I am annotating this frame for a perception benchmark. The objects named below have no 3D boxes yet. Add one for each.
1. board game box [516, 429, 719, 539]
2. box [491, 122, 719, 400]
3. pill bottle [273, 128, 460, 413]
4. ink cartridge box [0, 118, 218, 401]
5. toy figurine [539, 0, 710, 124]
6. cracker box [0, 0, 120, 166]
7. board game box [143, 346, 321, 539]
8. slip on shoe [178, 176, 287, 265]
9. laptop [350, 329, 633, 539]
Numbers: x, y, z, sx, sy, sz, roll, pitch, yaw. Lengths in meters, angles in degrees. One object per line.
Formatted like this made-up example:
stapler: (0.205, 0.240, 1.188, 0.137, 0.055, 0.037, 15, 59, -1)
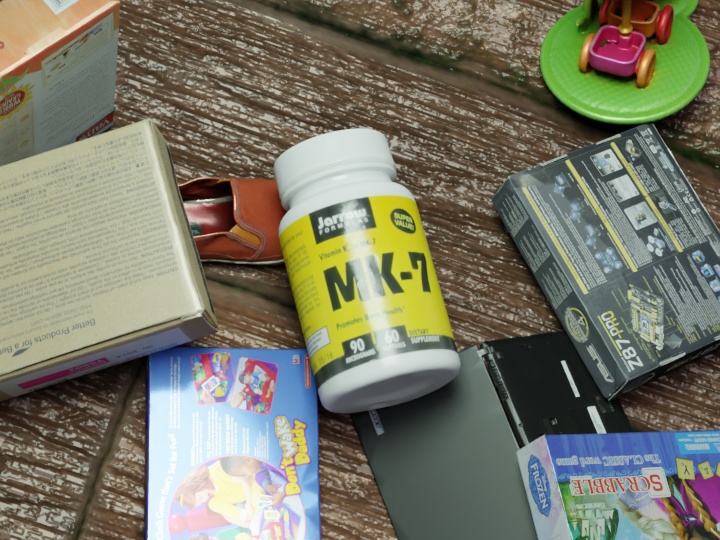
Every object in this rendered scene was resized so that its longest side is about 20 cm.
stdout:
board game box: (0.230, 0.224, 1.447, 0.199, 0.041, 0.201, 1, 65, -34)
box: (0.226, -0.011, 1.572, 0.160, 0.049, 0.201, -21, 73, -28)
pill bottle: (0.000, 0.000, 1.469, 0.113, 0.114, 0.201, -11, 74, -15)
ink cartridge box: (-0.226, -0.005, 1.446, 0.199, 0.075, 0.166, -17, 75, 2)
toy figurine: (0.237, -0.258, 1.599, 0.149, 0.185, 0.201, 18, 56, 17)
cracker box: (-0.259, -0.143, 1.469, 0.134, 0.200, 0.058, -37, 76, -22)
board game box: (-0.100, 0.160, 1.451, 0.133, 0.045, 0.201, 2, 66, -9)
slip on shoe: (-0.095, -0.045, 1.533, 0.198, 0.061, 0.075, -5, 66, -13)
laptop: (0.121, 0.154, 1.513, 0.199, 0.103, 0.178, -6, 66, -40)
